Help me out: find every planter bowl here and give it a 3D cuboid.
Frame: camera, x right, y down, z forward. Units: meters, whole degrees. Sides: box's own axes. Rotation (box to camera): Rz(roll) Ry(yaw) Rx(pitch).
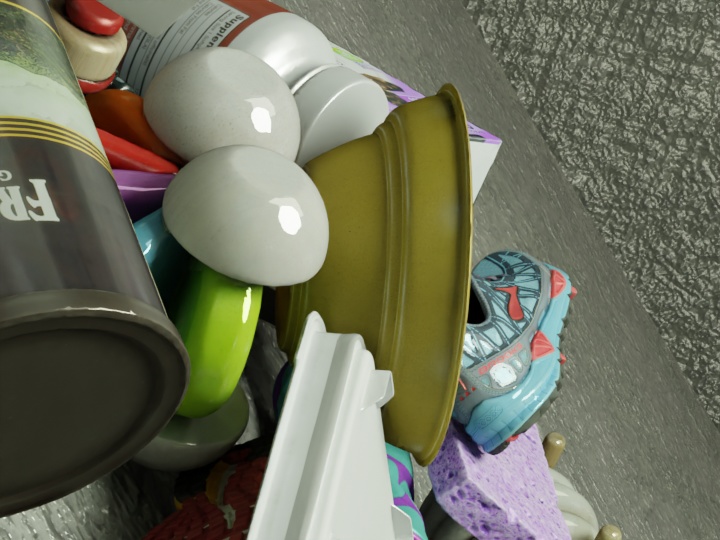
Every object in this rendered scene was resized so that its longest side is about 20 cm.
[{"bbox_3d":[0.000,0.000,1.187,0.200,0.083,0.202,-177,-90,-82],"label":"planter bowl"}]

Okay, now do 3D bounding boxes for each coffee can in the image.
[{"bbox_3d":[-0.168,-0.021,0.901,0.146,0.146,0.201,38,24,-58],"label":"coffee can"}]

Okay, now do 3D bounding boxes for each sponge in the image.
[{"bbox_3d":[0.072,0.097,1.395,0.111,0.030,0.201,40,21,-31],"label":"sponge"}]

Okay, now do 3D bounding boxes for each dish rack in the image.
[{"bbox_3d":[-0.011,0.138,1.082,0.201,0.043,0.173,-75,162,-51],"label":"dish rack"}]

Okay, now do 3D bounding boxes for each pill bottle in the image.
[{"bbox_3d":[-0.085,-0.108,1.300,0.199,0.113,0.112,29,-2,28],"label":"pill bottle"}]

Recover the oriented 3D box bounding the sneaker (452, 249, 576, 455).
[{"bbox_3d":[0.074,0.024,1.373,0.095,0.079,0.200,43,19,-14],"label":"sneaker"}]

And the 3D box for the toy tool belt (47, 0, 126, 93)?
[{"bbox_3d":[-0.184,-0.170,1.082,0.199,0.123,0.125,21,31,-23],"label":"toy tool belt"}]

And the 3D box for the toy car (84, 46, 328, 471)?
[{"bbox_3d":[-0.113,-0.013,1.129,0.149,0.176,0.201,12,36,-22],"label":"toy car"}]

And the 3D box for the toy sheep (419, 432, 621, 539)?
[{"bbox_3d":[0.097,0.181,1.485,0.138,0.137,0.200,49,11,-38],"label":"toy sheep"}]

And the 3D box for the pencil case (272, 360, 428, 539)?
[{"bbox_3d":[-0.004,0.123,1.322,0.084,0.093,0.200,8,30,-12],"label":"pencil case"}]

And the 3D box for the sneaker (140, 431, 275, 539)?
[{"bbox_3d":[-0.056,0.147,1.104,0.200,0.077,0.083,-56,125,-70],"label":"sneaker"}]

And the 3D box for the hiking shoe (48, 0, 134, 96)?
[{"bbox_3d":[-0.204,-0.141,1.219,0.087,0.074,0.201,22,-31,53],"label":"hiking shoe"}]

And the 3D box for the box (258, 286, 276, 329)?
[{"bbox_3d":[-0.054,-0.023,1.384,0.157,0.050,0.200,27,15,0],"label":"box"}]

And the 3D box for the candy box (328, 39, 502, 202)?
[{"bbox_3d":[-0.038,-0.101,1.434,0.199,0.072,0.167,33,16,26],"label":"candy box"}]

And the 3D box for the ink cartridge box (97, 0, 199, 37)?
[{"bbox_3d":[-0.137,-0.223,1.032,0.199,0.084,0.145,31,45,-28],"label":"ink cartridge box"}]
